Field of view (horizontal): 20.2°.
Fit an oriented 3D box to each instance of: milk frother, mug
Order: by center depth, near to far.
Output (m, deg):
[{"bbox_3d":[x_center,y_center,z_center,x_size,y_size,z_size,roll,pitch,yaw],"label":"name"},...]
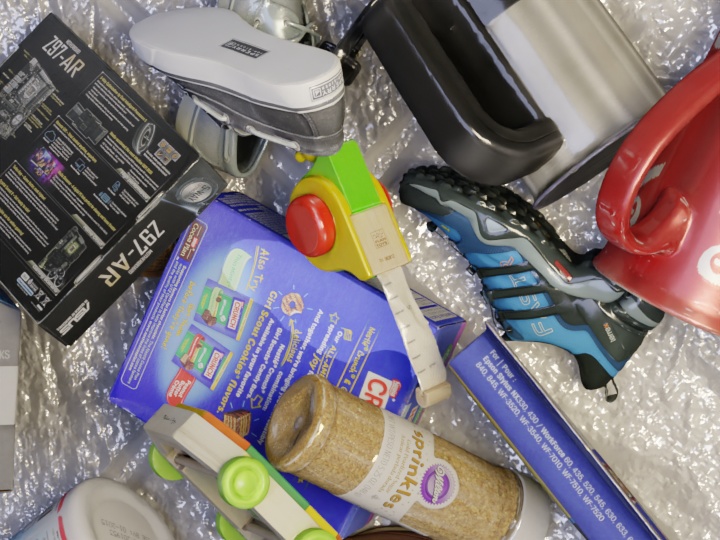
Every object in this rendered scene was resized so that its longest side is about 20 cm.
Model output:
[{"bbox_3d":[0.241,-0.065,1.246,0.133,0.177,0.201,27,100,16],"label":"mug"},{"bbox_3d":[0.072,-0.120,1.337,0.189,0.180,0.200,56,154,8],"label":"milk frother"}]

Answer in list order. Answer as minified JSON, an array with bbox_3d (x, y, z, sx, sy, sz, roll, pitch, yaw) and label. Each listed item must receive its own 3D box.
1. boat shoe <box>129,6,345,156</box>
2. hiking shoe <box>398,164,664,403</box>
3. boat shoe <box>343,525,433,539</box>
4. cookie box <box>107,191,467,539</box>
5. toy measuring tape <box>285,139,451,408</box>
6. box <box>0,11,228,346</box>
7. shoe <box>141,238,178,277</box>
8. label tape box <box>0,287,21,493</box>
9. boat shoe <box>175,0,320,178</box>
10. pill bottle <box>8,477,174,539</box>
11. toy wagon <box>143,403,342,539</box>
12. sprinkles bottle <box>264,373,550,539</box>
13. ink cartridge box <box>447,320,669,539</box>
[{"bbox_3d":[-0.081,-0.123,1.334,0.199,0.072,0.068,22,132,42],"label":"boat shoe"},{"bbox_3d":[0.102,0.004,1.351,0.199,0.074,0.087,33,108,11],"label":"hiking shoe"},{"bbox_3d":[-0.021,0.226,1.429,0.199,0.068,0.072,-9,92,22],"label":"boat shoe"},{"bbox_3d":[-0.052,0.064,1.419,0.199,0.075,0.172,30,104,16],"label":"cookie box"},{"bbox_3d":[0.000,0.000,1.338,0.073,0.074,0.201,-24,85,22],"label":"toy measuring tape"},{"bbox_3d":[-0.212,-0.067,1.422,0.160,0.044,0.200,-46,56,-2],"label":"box"},{"bbox_3d":[-0.207,-0.031,1.488,0.199,0.054,0.070,4,135,27],"label":"shoe"},{"bbox_3d":[-0.290,0.046,1.466,0.063,0.144,0.201,0,103,-21],"label":"label tape box"},{"bbox_3d":[-0.062,-0.158,1.401,0.071,0.070,0.202,34,113,28],"label":"boat shoe"},{"bbox_3d":[-0.235,0.248,1.491,0.200,0.109,0.109,-38,82,24],"label":"pill bottle"},{"bbox_3d":[-0.062,0.167,1.342,0.200,0.155,0.040,47,75,-18],"label":"toy wagon"},{"bbox_3d":[0.033,0.136,1.338,0.199,0.068,0.068,28,110,-28],"label":"sprinkles bottle"},{"bbox_3d":[0.133,0.126,1.289,0.047,0.200,0.198,-39,81,5],"label":"ink cartridge box"}]
